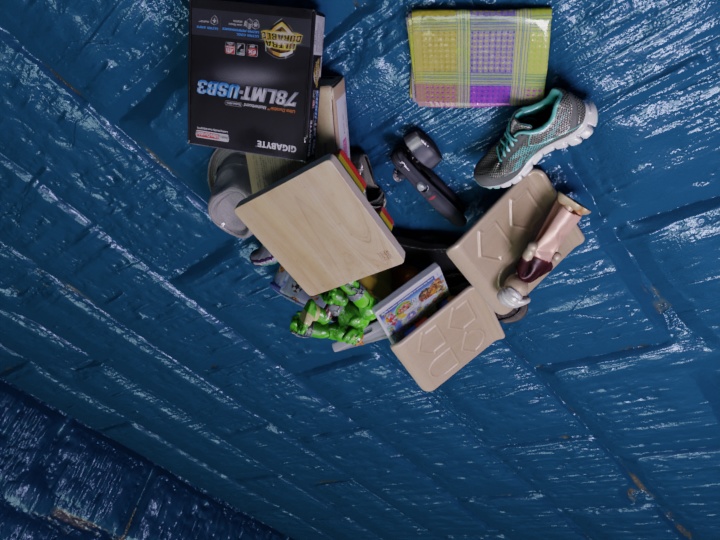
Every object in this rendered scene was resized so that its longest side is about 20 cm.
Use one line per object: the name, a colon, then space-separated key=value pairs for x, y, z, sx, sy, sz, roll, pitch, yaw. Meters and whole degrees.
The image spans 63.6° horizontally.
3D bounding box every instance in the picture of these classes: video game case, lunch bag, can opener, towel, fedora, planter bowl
video game case: x=0.064 y=0.122 z=1.240 sx=0.197 sy=0.023 sz=0.181 roll=-9 pitch=163 yaw=-45
lunch bag: x=-0.084 y=0.057 z=1.215 sx=0.197 sy=0.077 sz=0.160 roll=28 pitch=173 yaw=14
can opener: x=0.120 y=-0.141 z=0.969 sx=0.077 sy=0.064 sz=0.200 roll=-18 pitch=129 yaw=36
towel: x=0.159 y=-0.293 z=0.804 sx=0.194 sy=0.023 sz=0.146 roll=4 pitch=139 yaw=15
fedora: x=-0.219 y=-0.133 z=1.074 sx=0.175 sy=0.091 sz=0.200 roll=35 pitch=140 yaw=-11
planter bowl: x=0.000 y=0.000 z=1.141 sx=0.197 sy=0.085 sz=0.201 roll=29 pitch=171 yaw=5
video game case: x=0.112 y=0.089 z=1.085 sx=0.142 sy=0.018 sz=0.201 roll=-34 pitch=137 yaw=-4

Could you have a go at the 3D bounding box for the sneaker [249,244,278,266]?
sneaker: x=-0.155 y=-0.071 z=1.174 sx=0.196 sy=0.074 sz=0.089 roll=-13 pitch=109 yaw=31

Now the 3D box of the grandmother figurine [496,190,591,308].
grandmother figurine: x=0.290 y=-0.025 z=0.940 sx=0.119 sy=0.061 sz=0.203 roll=15 pitch=114 yaw=-39

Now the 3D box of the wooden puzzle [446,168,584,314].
wooden puzzle: x=0.261 y=-0.048 z=0.986 sx=0.199 sy=0.047 sz=0.185 roll=-42 pitch=121 yaw=7

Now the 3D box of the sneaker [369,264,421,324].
sneaker: x=0.072 y=0.059 z=1.219 sx=0.072 sy=0.078 sz=0.201 roll=24 pitch=140 yaw=-7

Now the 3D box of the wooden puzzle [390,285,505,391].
wooden puzzle: x=0.165 y=0.126 z=1.106 sx=0.198 sy=0.047 sz=0.186 roll=-35 pitch=134 yaw=2

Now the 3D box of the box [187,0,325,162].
box: x=-0.154 y=-0.273 z=0.836 sx=0.195 sy=0.050 sz=0.204 roll=12 pitch=108 yaw=14

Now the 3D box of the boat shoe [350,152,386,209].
boat shoe: x=0.011 y=-0.118 z=1.032 sx=0.062 sy=0.072 sz=0.202 roll=-1 pitch=137 yaw=23

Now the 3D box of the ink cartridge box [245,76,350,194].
ink cartridge box: x=-0.100 y=-0.199 z=0.928 sx=0.160 sy=0.076 sz=0.205 roll=4 pitch=120 yaw=14

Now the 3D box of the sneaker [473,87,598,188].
sneaker: x=0.233 y=-0.195 z=0.837 sx=0.090 sy=0.079 sz=0.199 roll=19 pitch=139 yaw=-40

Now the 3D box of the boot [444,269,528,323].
boot: x=0.214 y=0.054 z=1.139 sx=0.172 sy=0.071 sz=0.198 roll=30 pitch=141 yaw=-33

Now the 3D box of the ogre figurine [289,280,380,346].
ogre figurine: x=-0.036 y=0.077 z=1.060 sx=0.118 sy=0.099 sz=0.202 roll=22 pitch=119 yaw=-27

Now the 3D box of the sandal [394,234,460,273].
sandal: x=0.134 y=-0.042 z=1.092 sx=0.195 sy=0.049 sz=0.076 roll=13 pitch=151 yaw=7

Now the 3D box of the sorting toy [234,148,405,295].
sorting toy: x=-0.057 y=-0.076 z=0.900 sx=0.195 sy=0.071 sz=0.201 roll=-19 pitch=125 yaw=32
